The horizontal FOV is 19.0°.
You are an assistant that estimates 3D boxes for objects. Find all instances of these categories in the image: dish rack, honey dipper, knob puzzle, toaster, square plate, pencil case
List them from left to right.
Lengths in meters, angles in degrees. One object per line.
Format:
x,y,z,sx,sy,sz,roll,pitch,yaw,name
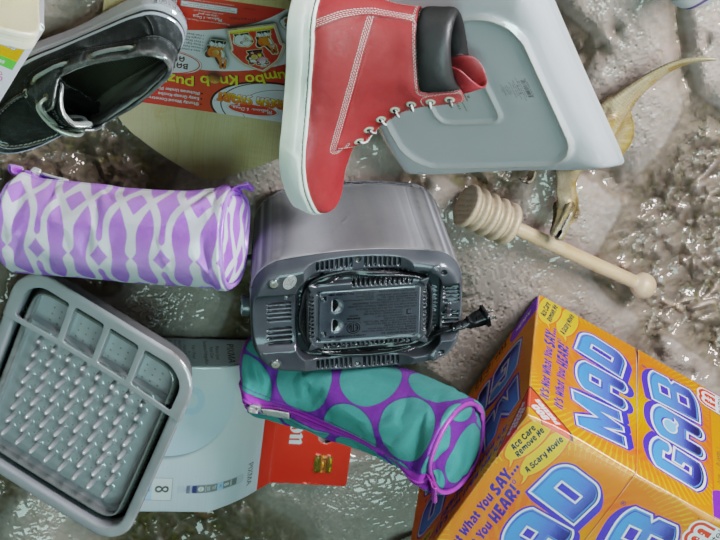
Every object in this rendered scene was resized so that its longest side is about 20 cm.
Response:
-0.227,0.106,1.766,0.171,0.044,0.200,30,120,8,dish rack
-0.184,-0.033,1.656,0.199,0.086,0.084,6,169,10,pencil case
-0.108,-0.153,1.638,0.219,0.031,0.220,2,133,2,knob puzzle
-0.001,0.111,1.726,0.200,0.092,0.085,20,143,27,pencil case
0.000,0.000,1.707,0.199,0.129,0.114,-5,127,-5,toaster
0.077,-0.140,1.615,0.198,0.028,0.200,1,138,33,square plate
0.167,-0.019,1.781,0.200,0.038,0.038,22,119,-25,honey dipper

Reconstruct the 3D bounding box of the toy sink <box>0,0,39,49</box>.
-0.265,-0.257,1.436,0.130,0.200,0.112,14,122,-18,toy sink

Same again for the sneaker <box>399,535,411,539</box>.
0.119,0.300,1.953,0.199,0.111,0.077,8,124,-14,sneaker

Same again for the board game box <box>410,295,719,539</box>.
0.178,0.186,1.799,0.200,0.200,0.200,29,117,-8,board game box

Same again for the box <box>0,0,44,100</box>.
-0.319,-0.148,1.559,0.101,0.113,0.200,26,117,-23,box

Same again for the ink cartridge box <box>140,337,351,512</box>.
-0.100,0.135,1.838,0.199,0.047,0.160,3,124,-8,ink cartridge box

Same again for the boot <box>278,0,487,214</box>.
0.018,-0.114,1.582,0.144,0.072,0.200,12,131,8,boot

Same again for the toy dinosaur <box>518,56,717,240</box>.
0.186,-0.118,1.713,0.101,0.058,0.200,14,124,-37,toy dinosaur

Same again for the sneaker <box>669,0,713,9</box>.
0.332,-0.247,1.623,0.200,0.073,0.114,-39,125,18,sneaker

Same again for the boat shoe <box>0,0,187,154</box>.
-0.215,-0.135,1.594,0.200,0.071,0.072,-31,124,29,boat shoe
